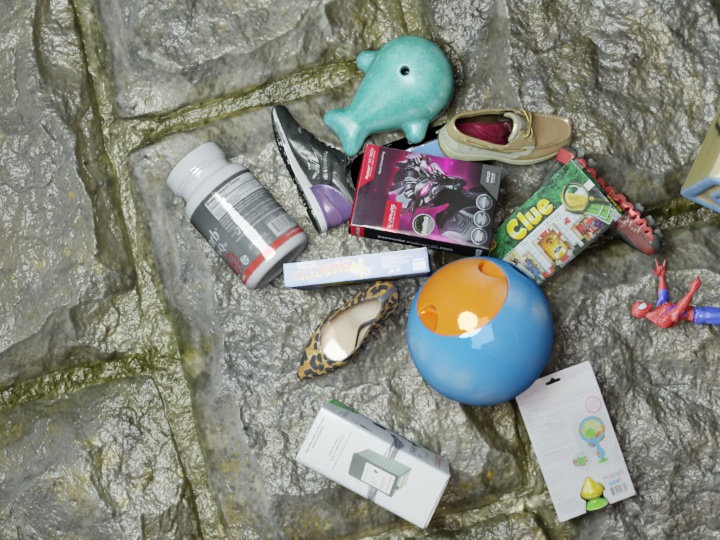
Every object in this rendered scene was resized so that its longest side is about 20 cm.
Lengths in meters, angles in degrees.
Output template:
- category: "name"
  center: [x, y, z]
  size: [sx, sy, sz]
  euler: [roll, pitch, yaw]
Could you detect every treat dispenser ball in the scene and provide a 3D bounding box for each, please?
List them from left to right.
- category: "treat dispenser ball"
  center: [0.162, 0.082, 1.338]
  size: [0.199, 0.201, 0.203]
  euler: [0, 88, 6]

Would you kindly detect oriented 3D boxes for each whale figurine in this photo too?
- category: "whale figurine"
  center: [0.039, -0.251, 1.409]
  size: [0.199, 0.104, 0.160]
  euler: [-33, 82, 5]

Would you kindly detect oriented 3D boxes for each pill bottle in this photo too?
- category: "pill bottle"
  center: [-0.179, -0.081, 1.421]
  size: [0.116, 0.116, 0.200]
  euler: [-42, 84, 3]

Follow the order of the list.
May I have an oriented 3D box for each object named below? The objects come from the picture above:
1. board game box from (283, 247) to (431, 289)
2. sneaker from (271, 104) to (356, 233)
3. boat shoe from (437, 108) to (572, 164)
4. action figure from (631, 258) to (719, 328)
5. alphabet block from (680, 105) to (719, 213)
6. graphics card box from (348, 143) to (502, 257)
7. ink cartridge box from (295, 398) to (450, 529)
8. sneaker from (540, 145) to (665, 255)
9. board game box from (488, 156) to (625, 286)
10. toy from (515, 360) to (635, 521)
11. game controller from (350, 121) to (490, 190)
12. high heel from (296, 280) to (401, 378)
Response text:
- category: "board game box"
  center: [0.000, 0.000, 1.390]
  size: [0.198, 0.135, 0.035]
  euler: [-6, 86, 5]
- category: "sneaker"
  center: [-0.062, -0.158, 1.436]
  size: [0.087, 0.076, 0.201]
  euler: [-24, 80, -7]
- category: "boat shoe"
  center: [0.211, -0.193, 1.390]
  size: [0.198, 0.066, 0.075]
  euler: [-7, 72, -11]
- category: "action figure"
  center: [0.480, 0.036, 1.376]
  size: [0.198, 0.065, 0.100]
  euler: [0, 96, 5]
- category: "alphabet block"
  center: [0.568, -0.162, 1.308]
  size: [0.194, 0.196, 0.201]
  euler: [26, 91, 5]
- category: "graphics card box"
  center: [0.091, -0.096, 1.371]
  size: [0.198, 0.051, 0.127]
  euler: [11, 74, 3]
- category: "ink cartridge box"
  center: [0.022, 0.266, 1.374]
  size: [0.199, 0.146, 0.085]
  euler: [27, 90, 5]
- category: "sneaker"
  center: [0.335, -0.081, 1.392]
  size: [0.200, 0.071, 0.098]
  euler: [43, 97, 4]
- category: "board game box"
  center: [0.261, -0.053, 1.376]
  size: [0.105, 0.023, 0.200]
  euler: [49, 122, 8]
- category: "toy"
  center: [0.300, 0.240, 1.396]
  size: [0.114, 0.047, 0.202]
  euler: [-20, 90, 1]
- category: "game controller"
  center: [0.087, -0.147, 1.433]
  size: [0.198, 0.042, 0.105]
  euler: [-19, 86, 4]
- category: "high heel"
  center: [-0.024, 0.086, 1.385]
  size: [0.200, 0.143, 0.072]
  euler: [-42, 86, 3]
